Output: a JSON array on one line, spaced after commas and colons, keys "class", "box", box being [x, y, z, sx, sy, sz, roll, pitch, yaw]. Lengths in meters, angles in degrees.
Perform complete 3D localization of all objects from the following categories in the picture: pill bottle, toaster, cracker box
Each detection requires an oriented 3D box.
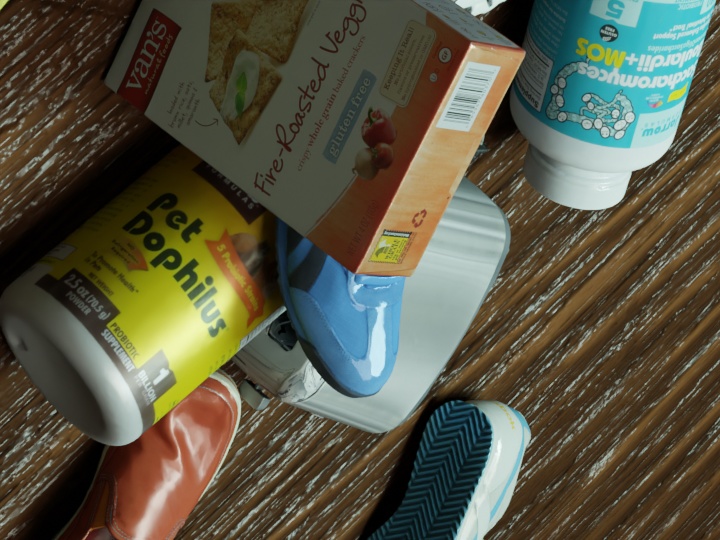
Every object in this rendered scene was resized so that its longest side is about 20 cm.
[{"class": "pill bottle", "box": [0.158, -0.140, 1.785, 0.110, 0.111, 0.201, -24, 138, -41]}, {"class": "pill bottle", "box": [-0.095, -0.003, 1.566, 0.200, 0.109, 0.110, -41, 148, -22]}, {"class": "toaster", "box": [0.000, 0.000, 1.702, 0.129, 0.114, 0.201, 12, 114, -55]}, {"class": "cracker box", "box": [-0.028, -0.105, 1.466, 0.058, 0.200, 0.135, 3, 118, -54]}]

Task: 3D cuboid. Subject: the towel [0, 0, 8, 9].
[{"class": "towel", "box": [-0.205, -0.132, 1.370, 0.200, 0.018, 0.086, -50, 151, -8]}]

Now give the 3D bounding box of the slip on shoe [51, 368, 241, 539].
[{"class": "slip on shoe", "box": [-0.134, 0.146, 1.692, 0.074, 0.061, 0.201, 35, 93, -27]}]

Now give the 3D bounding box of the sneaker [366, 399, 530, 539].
[{"class": "sneaker", "box": [0.059, 0.184, 2.013, 0.081, 0.076, 0.201, 0, 122, -57]}]

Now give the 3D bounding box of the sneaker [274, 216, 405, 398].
[{"class": "sneaker", "box": [0.000, -0.033, 1.517, 0.066, 0.078, 0.202, -4, 87, -48]}]

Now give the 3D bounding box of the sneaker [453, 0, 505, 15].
[{"class": "sneaker", "box": [0.037, -0.181, 1.615, 0.200, 0.066, 0.091, -37, 148, -24]}]
